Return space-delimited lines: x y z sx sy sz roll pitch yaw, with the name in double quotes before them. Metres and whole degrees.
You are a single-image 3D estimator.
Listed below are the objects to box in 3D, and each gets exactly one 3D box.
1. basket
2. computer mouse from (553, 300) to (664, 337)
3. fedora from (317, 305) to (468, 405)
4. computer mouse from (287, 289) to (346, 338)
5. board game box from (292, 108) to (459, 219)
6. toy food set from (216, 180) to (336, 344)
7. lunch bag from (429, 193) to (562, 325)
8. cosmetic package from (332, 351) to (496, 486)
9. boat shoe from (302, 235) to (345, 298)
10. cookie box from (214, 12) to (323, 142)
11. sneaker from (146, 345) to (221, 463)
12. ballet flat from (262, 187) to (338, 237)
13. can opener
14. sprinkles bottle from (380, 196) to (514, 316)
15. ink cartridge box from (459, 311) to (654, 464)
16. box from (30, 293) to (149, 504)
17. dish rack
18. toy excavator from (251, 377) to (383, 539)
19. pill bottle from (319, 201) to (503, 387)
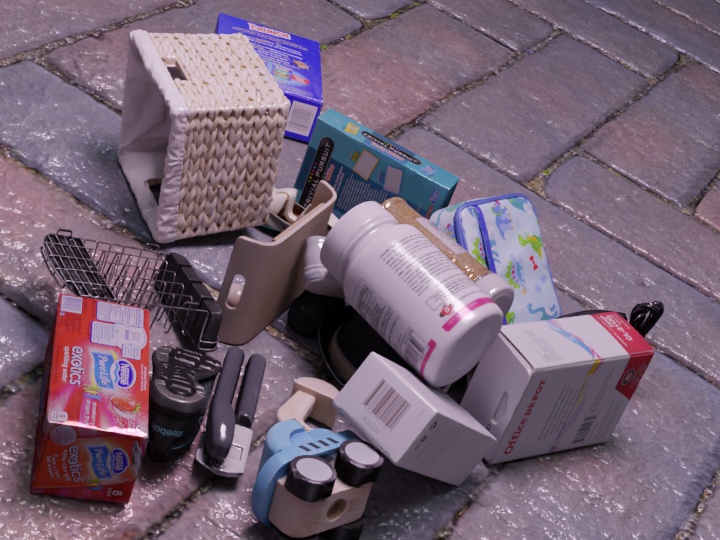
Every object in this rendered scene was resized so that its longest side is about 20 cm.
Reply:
"basket" -0.202 -0.171 1.724 0.159 0.202 0.199 -5 39 -25
"computer mouse" 0.277 0.092 1.714 0.198 0.140 0.053 -7 42 -33
"fedora" 0.052 0.083 1.606 0.198 0.092 0.202 19 38 -15
"computer mouse" -0.024 0.018 1.694 0.058 0.034 0.200 39 46 6
"board game box" 0.013 -0.100 1.811 0.198 0.152 0.047 30 32 11
"toy food set" -0.105 -0.014 1.624 0.060 0.145 0.200 28 33 13
"lunch bag" 0.167 0.010 1.726 0.159 0.082 0.203 -7 85 -41
"cosmetic package" 0.061 0.161 1.453 0.101 0.071 0.200 41 4 28
"boat shoe" 0.000 0.000 1.659 0.199 0.071 0.070 11 70 -45
"cookie box" -0.145 -0.292 2.064 0.169 0.076 0.201 14 34 -12
"sneaker" -0.194 0.134 1.428 0.074 0.080 0.200 16 12 -1
"ballet flat" -0.083 -0.073 1.795 0.199 0.064 0.067 33 34 17
"can opener" -0.132 0.140 1.455 0.053 0.067 0.201 19 33 -7
"sprinkles bottle" 0.094 -0.009 1.642 0.068 0.069 0.200 -14 44 -43
"ink cartridge box" 0.226 0.135 1.607 0.198 0.147 0.083 -4 39 -36
"box" -0.267 0.125 1.366 0.098 0.096 0.201 10 34 -16
"dish rack" -0.258 0.019 1.522 0.198 0.055 0.153 10 23 -35
"toy excavator" -0.057 0.186 1.422 0.193 0.101 0.199 -10 36 -42
"pill bottle" 0.053 0.022 1.513 0.113 0.114 0.200 -18 55 -46
